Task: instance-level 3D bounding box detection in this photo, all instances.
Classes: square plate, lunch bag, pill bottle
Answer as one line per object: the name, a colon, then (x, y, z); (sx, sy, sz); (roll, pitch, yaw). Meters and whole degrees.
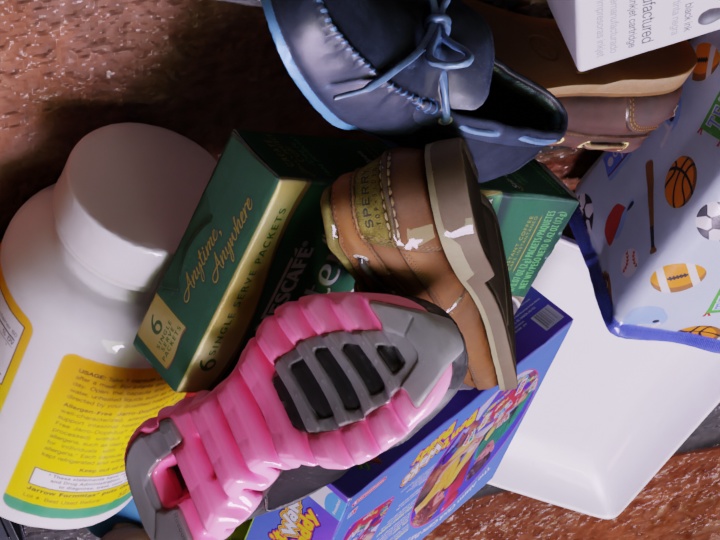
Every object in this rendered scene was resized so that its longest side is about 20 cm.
square plate: (0.104, 0.051, 1.454); (0.199, 0.029, 0.198); (19, 132, -19)
lunch bag: (0.234, -0.043, 1.350); (0.199, 0.124, 0.170); (11, 135, -27)
pill bottle: (-0.130, 0.026, 1.263); (0.112, 0.113, 0.200); (0, 139, -27)

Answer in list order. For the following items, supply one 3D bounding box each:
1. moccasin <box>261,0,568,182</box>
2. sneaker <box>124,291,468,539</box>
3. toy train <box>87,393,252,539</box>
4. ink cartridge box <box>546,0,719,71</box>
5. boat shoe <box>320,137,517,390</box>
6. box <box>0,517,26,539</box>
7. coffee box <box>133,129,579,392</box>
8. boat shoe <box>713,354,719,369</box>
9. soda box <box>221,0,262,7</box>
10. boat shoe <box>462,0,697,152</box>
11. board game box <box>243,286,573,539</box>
moccasin: (0.026, -0.095, 1.102); (0.068, 0.081, 0.200); (-18, 161, 23)
sneaker: (-0.016, 0.062, 1.154); (0.095, 0.079, 0.200); (-6, 161, -47)
toy train: (-0.065, 0.098, 1.362); (0.200, 0.116, 0.085); (-19, 150, 28)
ink cartridge box: (0.175, -0.188, 1.147); (0.199, 0.084, 0.146); (-17, 147, -5)
boat shoe: (0.028, 0.000, 1.161); (0.068, 0.072, 0.200); (-11, 151, 7)
box: (-0.290, 0.149, 1.416); (0.199, 0.044, 0.160); (-17, 146, -5)
coffee box: (0.000, 0.000, 1.217); (0.200, 0.044, 0.123); (4, 123, -44)
boat shoe: (0.274, 0.034, 1.530); (0.200, 0.074, 0.060); (-13, -170, -39)
soda box: (-0.085, -0.160, 1.070); (0.199, 0.063, 0.071); (5, 138, -33)
boat shoe: (0.070, -0.086, 1.247); (0.199, 0.071, 0.070); (4, 135, -32)
board game box: (0.019, 0.100, 1.351); (0.200, 0.045, 0.135); (-35, 157, -44)
